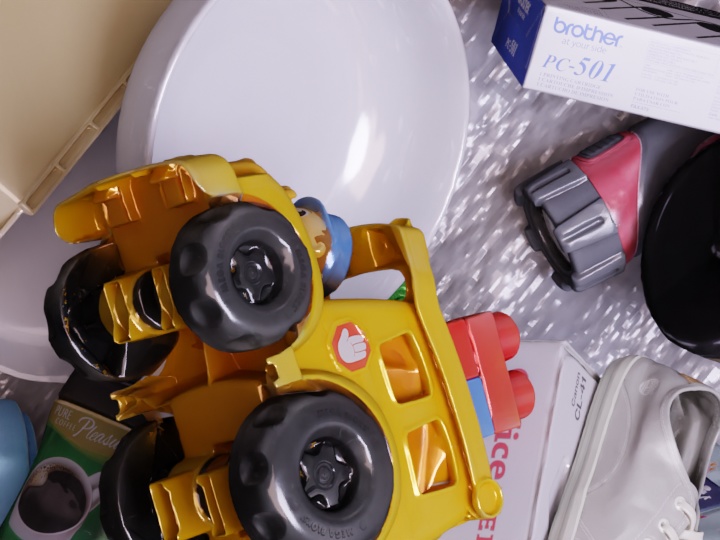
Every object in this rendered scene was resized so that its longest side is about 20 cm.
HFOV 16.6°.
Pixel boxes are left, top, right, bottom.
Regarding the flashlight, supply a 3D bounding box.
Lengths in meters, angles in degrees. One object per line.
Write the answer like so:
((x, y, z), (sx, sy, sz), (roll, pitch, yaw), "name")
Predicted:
((0.180, -0.060, 1.277), (0.200, 0.068, 0.068), (-26, 62, -10), "flashlight")

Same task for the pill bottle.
((0.247, 0.011, 1.246), (0.200, 0.112, 0.112), (18, 93, -35), "pill bottle")

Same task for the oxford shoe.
((0.123, 0.127, 1.122), (0.058, 0.075, 0.200), (2, 58, 28), "oxford shoe")

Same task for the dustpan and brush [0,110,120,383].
((-0.144, 0.024, 1.223), (0.139, 0.057, 0.200), (-23, 74, -13), "dustpan and brush")

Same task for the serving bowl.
((-0.041, -0.066, 1.168), (0.200, 0.066, 0.201), (-17, 115, -39), "serving bowl")

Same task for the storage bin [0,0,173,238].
((-0.200, -0.127, 1.150), (0.200, 0.094, 0.199), (42, 60, -11), "storage bin")

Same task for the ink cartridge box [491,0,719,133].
((0.170, -0.097, 1.195), (0.199, 0.094, 0.044), (12, 107, -11), "ink cartridge box")

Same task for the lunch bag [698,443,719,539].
((0.139, 0.174, 1.236), (0.200, 0.170, 0.122), (-46, 116, -4), "lunch bag")

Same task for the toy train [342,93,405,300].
((0.000, 0.000, 1.266), (0.056, 0.042, 0.201), (-14, 98, 2), "toy train")

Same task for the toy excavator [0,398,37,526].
((-0.145, 0.162, 1.237), (0.199, 0.100, 0.195), (2, 97, -18), "toy excavator")

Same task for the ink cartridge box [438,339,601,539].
((0.011, 0.113, 1.184), (0.199, 0.086, 0.148), (1, 67, 28), "ink cartridge box")

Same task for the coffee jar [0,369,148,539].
((-0.122, 0.136, 1.143), (0.085, 0.104, 0.200), (34, 79, -42), "coffee jar")

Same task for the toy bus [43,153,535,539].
((-0.017, 0.037, 1.070), (0.192, 0.136, 0.201), (-19, 93, -36), "toy bus")
